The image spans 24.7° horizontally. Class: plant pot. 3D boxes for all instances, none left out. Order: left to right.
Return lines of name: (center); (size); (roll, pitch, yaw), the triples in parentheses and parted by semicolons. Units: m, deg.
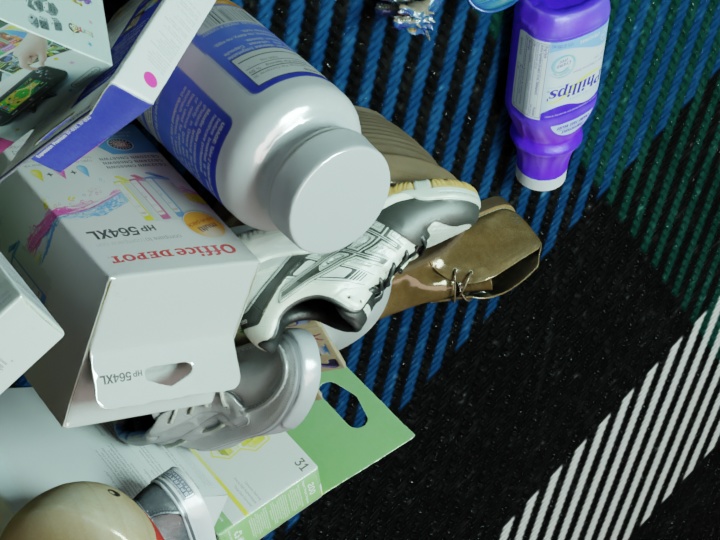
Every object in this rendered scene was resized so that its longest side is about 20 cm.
plant pot: (-0.021, -0.065, 1.274); (0.199, 0.093, 0.201); (-6, 157, -2)

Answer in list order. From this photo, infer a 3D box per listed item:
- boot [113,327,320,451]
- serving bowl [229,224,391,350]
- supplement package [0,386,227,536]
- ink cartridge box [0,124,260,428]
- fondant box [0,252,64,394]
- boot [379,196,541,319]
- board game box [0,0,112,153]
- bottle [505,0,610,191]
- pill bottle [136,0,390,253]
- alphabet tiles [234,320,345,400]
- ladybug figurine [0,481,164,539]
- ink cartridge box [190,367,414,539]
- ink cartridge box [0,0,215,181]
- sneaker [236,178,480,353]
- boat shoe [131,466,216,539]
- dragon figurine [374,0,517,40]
boot: (-0.113, 0.096, 1.223); (0.095, 0.074, 0.200); (0, 158, -32)
serving bowl: (-0.069, 0.031, 1.285); (0.198, 0.066, 0.200); (-6, 157, -3)
supplement package: (-0.243, 0.194, 1.278); (0.199, 0.152, 0.151); (1, 123, -46)
ink cartridge box: (-0.171, 0.006, 1.127); (0.128, 0.200, 0.126); (-8, 130, -42)
fondant box: (-0.294, 0.017, 1.010); (0.144, 0.200, 0.058); (-43, 146, -4)
boot: (0.078, 0.001, 1.491); (0.199, 0.075, 0.074); (-27, 143, -23)
board game box: (-0.267, -0.135, 0.945); (0.147, 0.065, 0.199); (-32, 148, 32)
bottle: (0.167, -0.159, 1.432); (0.083, 0.065, 0.201); (-24, 139, -26)
pill bottle: (-0.069, -0.097, 1.128); (0.112, 0.200, 0.113); (-25, 138, -25)
alphabet tiles: (-0.098, 0.077, 1.291); (0.166, 0.008, 0.200); (-10, 157, 8)
ladybug figurine: (-0.182, 0.222, 1.147); (0.072, 0.135, 0.201); (-67, 159, -50)
ink cartridge box: (-0.075, 0.139, 1.405); (0.199, 0.145, 0.048); (-32, 141, -19)
ink cartridge box: (-0.151, -0.124, 1.031); (0.094, 0.201, 0.037); (-30, 113, 36)
sneaker: (0.000, 0.000, 1.170); (0.199, 0.088, 0.076); (-19, 160, -9)
boat shoe: (-0.138, 0.236, 1.234); (0.068, 0.072, 0.201); (-33, 138, -24)
dragon figurine: (0.097, -0.243, 1.284); (0.199, 0.059, 0.100); (-20, 137, -31)
